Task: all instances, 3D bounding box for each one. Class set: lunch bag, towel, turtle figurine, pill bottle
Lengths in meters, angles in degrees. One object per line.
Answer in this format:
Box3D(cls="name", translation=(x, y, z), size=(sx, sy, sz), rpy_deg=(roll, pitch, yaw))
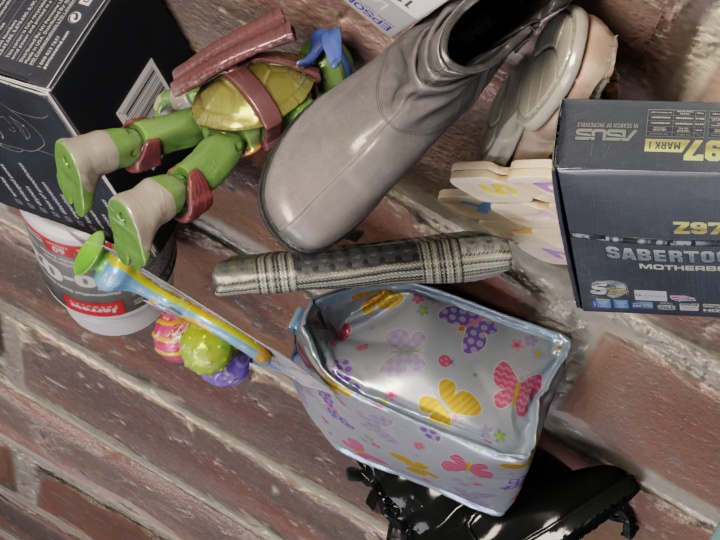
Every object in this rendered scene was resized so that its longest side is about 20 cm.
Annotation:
Box3D(cls="lunch bag", translation=(0.044, 0.081, 1.680), size=(0.198, 0.128, 0.170), rpy_deg=(19, 159, 6))
Box3D(cls="towel", translation=(0.000, 0.000, 1.469), size=(0.191, 0.035, 0.200), rpy_deg=(-6, -177, 0))
Box3D(cls="turtle figurine", translation=(-0.088, -0.061, 1.432), size=(0.145, 0.193, 0.200), rpy_deg=(60, 153, 6))
Box3D(cls="pill bottle", translation=(-0.205, -0.031, 1.782), size=(0.113, 0.114, 0.200), rpy_deg=(26, 158, 14))

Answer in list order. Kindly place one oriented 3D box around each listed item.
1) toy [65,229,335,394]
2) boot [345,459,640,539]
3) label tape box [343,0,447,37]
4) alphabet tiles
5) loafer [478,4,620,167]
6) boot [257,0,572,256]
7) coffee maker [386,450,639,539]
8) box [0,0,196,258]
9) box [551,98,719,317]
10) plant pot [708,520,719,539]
Box3D(cls="toy", translation=(-0.124, 0.044, 1.608), size=(0.200, 0.047, 0.115), rpy_deg=(38, 171, -26))
Box3D(cls="boot", translation=(0.101, 0.162, 1.790), size=(0.163, 0.197, 0.073), rpy_deg=(58, 176, 16))
Box3D(cls="label tape box", translation=(-0.009, -0.199, 1.227), size=(0.143, 0.066, 0.200), rpy_deg=(37, 156, -13))
Box3D(cls="alphabet tiles", translation=(0.149, -0.023, 1.379), size=(0.195, 0.015, 0.199), rpy_deg=(1, 159, 47))
Box3D(cls="loafer", translation=(0.120, -0.098, 1.284), size=(0.062, 0.073, 0.200), rpy_deg=(17, 166, -7))
Box3D(cls="boot", translation=(0.028, -0.099, 1.219), size=(0.070, 0.200, 0.132), rpy_deg=(42, 160, -7))
Box3D(cls="coffee maker", translation=(0.091, 0.243, 1.854), size=(0.191, 0.201, 0.135), rpy_deg=(13, 153, 39))
Box3D(cls="box", translation=(-0.223, -0.133, 1.575), size=(0.195, 0.125, 0.200), rpy_deg=(17, 155, 29))
Box3D(cls="box", translation=(0.210, -0.030, 1.229), size=(0.198, 0.051, 0.158), rpy_deg=(2, 150, 12))
Box3D(cls="plant pot", translation=(0.322, 0.205, 1.492), size=(0.195, 0.196, 0.201), rpy_deg=(17, 146, 32))
